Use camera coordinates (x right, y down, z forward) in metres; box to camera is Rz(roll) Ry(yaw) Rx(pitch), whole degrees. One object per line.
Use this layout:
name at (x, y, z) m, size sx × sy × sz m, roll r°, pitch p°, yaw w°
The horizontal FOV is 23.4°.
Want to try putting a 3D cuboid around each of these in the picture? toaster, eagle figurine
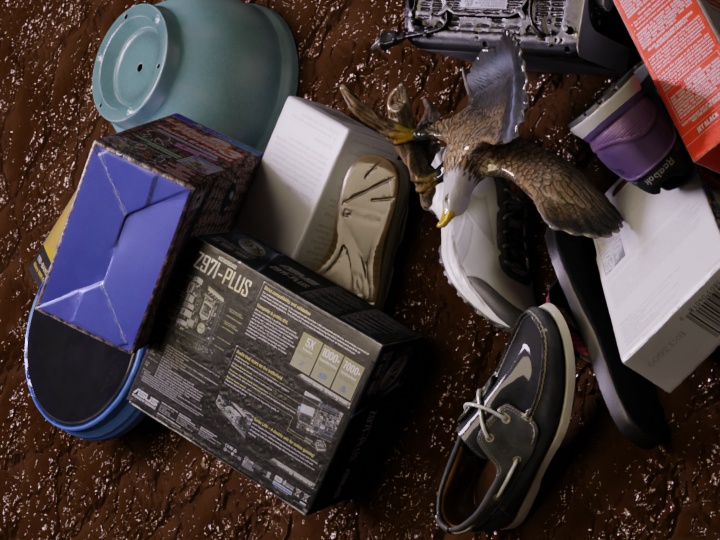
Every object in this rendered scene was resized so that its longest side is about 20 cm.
toaster at (0.131, -0.249, 1.380) m, size 0.199 × 0.118 × 0.182 m, roll 8°, pitch 89°, yaw 37°
eagle figurine at (0.102, -0.093, 1.308) m, size 0.199 × 0.151 × 0.152 m, roll -6°, pitch 82°, yaw 47°

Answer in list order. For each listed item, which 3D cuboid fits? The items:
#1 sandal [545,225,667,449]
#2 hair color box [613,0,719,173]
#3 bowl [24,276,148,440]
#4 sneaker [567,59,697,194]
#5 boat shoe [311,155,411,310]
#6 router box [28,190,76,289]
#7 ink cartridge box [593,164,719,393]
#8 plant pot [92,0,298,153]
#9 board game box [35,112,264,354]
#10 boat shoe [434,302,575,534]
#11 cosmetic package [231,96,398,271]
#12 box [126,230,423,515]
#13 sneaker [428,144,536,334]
sandal at (0.171, 0.047, 1.301) m, size 0.045 × 0.075 × 0.201 m, roll -36°, pitch 56°, yaw 33°
hair color box at (0.253, -0.155, 1.251) m, size 0.064 × 0.111 × 0.201 m, roll -40°, pitch 50°, yaw 30°
bowl at (-0.259, 0.065, 1.702) m, size 0.200 × 0.039 × 0.202 m, roll -13°, pitch 70°, yaw 41°
sneaker at (0.204, -0.095, 1.264) m, size 0.076 × 0.200 × 0.088 m, roll -41°, pitch 90°, yaw 19°
boat shoe at (-0.002, -0.002, 1.521) m, size 0.073 × 0.063 × 0.202 m, roll 17°, pitch 97°, yaw 23°
router box at (-0.253, 0.002, 1.784) m, size 0.158 × 0.052 × 0.200 m, roll -55°, pitch 45°, yaw 19°
ink cartridge box at (0.227, -0.015, 1.263) m, size 0.109 × 0.050 × 0.200 m, roll -48°, pitch 22°, yaw 25°
plant pot at (-0.176, -0.184, 1.704) m, size 0.200 × 0.134 × 0.201 m, roll -17°, pitch 66°, yaw 43°
board game box at (-0.181, -0.037, 1.530) m, size 0.096 × 0.200 × 0.160 m, roll 25°, pitch 107°, yaw 8°
boat shoe at (0.108, 0.116, 1.305) m, size 0.072 × 0.067 × 0.201 m, roll 52°, pitch 134°, yaw 47°
cosmetic package at (-0.052, -0.045, 1.571) m, size 0.102 × 0.074 × 0.201 m, roll 34°, pitch 105°, yaw 47°
box at (-0.074, 0.083, 1.476) m, size 0.199 × 0.086 × 0.164 m, roll 29°, pitch 105°, yaw 21°
sneaker at (0.106, -0.033, 1.399) m, size 0.079 × 0.074 × 0.201 m, roll -36°, pitch 53°, yaw 27°
